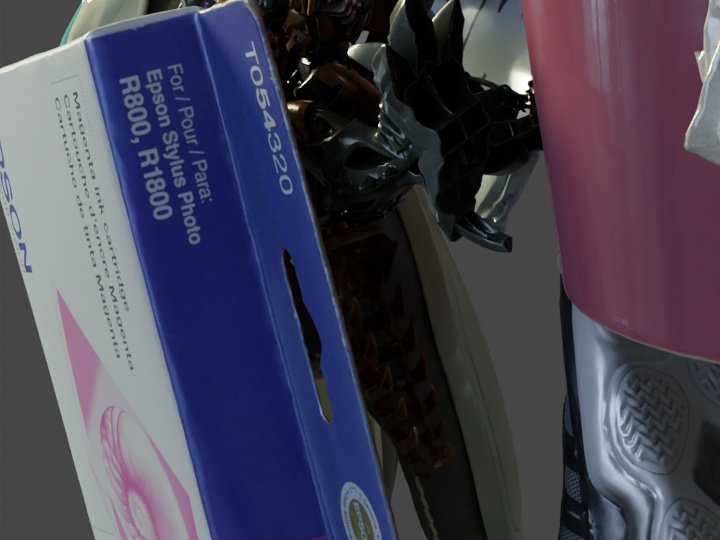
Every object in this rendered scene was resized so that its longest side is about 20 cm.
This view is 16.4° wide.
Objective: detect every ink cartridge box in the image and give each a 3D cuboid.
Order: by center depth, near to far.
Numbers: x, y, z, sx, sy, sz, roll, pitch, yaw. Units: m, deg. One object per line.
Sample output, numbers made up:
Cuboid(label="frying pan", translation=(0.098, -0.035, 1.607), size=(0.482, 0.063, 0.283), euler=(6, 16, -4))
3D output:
Cuboid(label="ink cartridge box", translation=(-0.057, 0.024, 0.766), size=(0.200, 0.043, 0.197), euler=(176, 79, -70))

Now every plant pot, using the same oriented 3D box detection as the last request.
Cuboid(label="plant pot", translation=(0.120, -0.076, 0.641), size=(0.200, 0.200, 0.179), euler=(26, 118, 53))

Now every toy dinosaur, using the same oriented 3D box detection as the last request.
Cuboid(label="toy dinosaur", translation=(0.005, -0.046, 0.739), size=(0.136, 0.102, 0.200), euler=(-5, 120, 45))

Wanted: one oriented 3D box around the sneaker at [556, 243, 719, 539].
Cuboid(label="sneaker", translation=(0.072, 0.085, 0.748), size=(0.114, 0.075, 0.200), euler=(-35, 58, 41))

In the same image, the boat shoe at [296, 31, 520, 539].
Cuboid(label="boat shoe", translation=(0.000, 0.000, 0.815), size=(0.060, 0.072, 0.202), euler=(-19, 82, 4))

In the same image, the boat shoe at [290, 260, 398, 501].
Cuboid(label="boat shoe", translation=(-0.015, 0.052, 0.890), size=(0.072, 0.060, 0.202), euler=(4, 86, 22))

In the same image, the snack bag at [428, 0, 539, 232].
Cuboid(label="snack bag", translation=(0.049, -0.140, 0.877), size=(0.189, 0.021, 0.200), euler=(-60, 40, 27))

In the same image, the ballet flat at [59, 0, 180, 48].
Cuboid(label="ballet flat", translation=(-0.054, -0.135, 0.961), size=(0.070, 0.069, 0.200), euler=(58, 133, 42))

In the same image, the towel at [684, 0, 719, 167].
Cuboid(label="towel", translation=(0.168, -0.056, 0.489), size=(0.200, 0.034, 0.133), euler=(21, 105, 22))

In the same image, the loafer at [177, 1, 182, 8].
Cuboid(label="loafer", translation=(-0.054, -0.031, 0.929), size=(0.068, 0.070, 0.201), euler=(16, 107, 13))
